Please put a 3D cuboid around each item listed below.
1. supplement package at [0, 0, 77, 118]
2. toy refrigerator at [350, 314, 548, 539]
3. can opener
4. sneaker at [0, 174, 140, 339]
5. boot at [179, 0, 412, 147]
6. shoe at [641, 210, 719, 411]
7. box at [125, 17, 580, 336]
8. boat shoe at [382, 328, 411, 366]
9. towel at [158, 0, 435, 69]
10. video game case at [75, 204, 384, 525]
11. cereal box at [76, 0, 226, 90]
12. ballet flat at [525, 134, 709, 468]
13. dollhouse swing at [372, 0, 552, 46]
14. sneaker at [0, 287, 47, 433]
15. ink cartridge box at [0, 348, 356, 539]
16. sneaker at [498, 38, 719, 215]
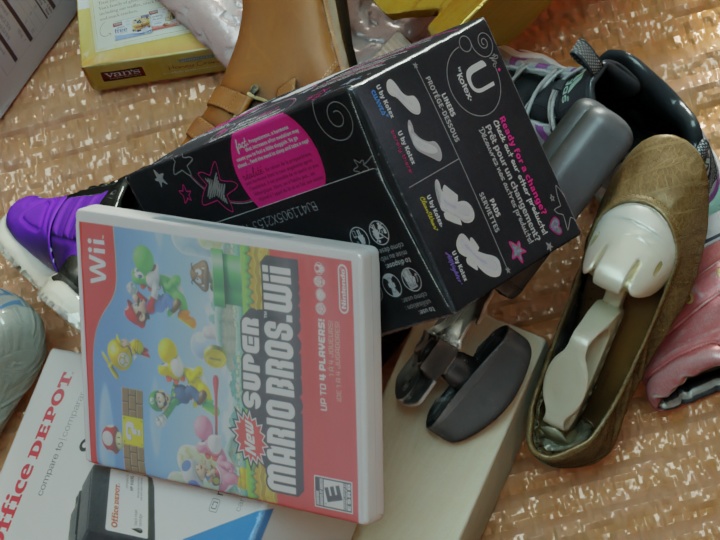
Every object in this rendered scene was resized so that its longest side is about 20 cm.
[{"bbox_3d":[-0.281,-0.135,1.743,0.113,0.110,0.201,30,78,19],"label":"supplement package"},{"bbox_3d":[0.036,0.124,1.607,0.076,0.070,0.201,20,77,14],"label":"toy refrigerator"},{"bbox_3d":[0.091,0.002,1.563,0.067,0.053,0.200,36,95,-16],"label":"can opener"},{"bbox_3d":[-0.146,-0.018,1.648,0.100,0.070,0.200,-49,27,0],"label":"sneaker"},{"bbox_3d":[-0.060,-0.113,1.650,0.155,0.077,0.200,-45,82,4],"label":"boot"},{"bbox_3d":[0.238,0.004,1.612,0.199,0.071,0.091,-25,68,7],"label":"shoe"},{"bbox_3d":[-0.004,-0.035,1.505,0.115,0.199,0.133,-31,99,-40],"label":"box"},{"bbox_3d":[0.000,0.000,1.665,0.200,0.074,0.066,-48,45,-5],"label":"boat shoe"},{"bbox_3d":[-0.032,-0.204,1.726,0.191,0.032,0.200,-41,72,-12],"label":"towel"},{"bbox_3d":[-0.071,0.047,1.487,0.199,0.017,0.144,9,106,38],"label":"video game case"},{"bbox_3d":[-0.110,-0.219,1.778,0.143,0.040,0.201,-8,68,6],"label":"cereal box"},{"bbox_3d":[0.137,0.023,1.566,0.068,0.072,0.201,28,109,18],"label":"ballet flat"},{"bbox_3d":[0.069,-0.231,1.692,0.182,0.176,0.200,-45,67,6],"label":"dollhouse swing"},{"bbox_3d":[-0.256,0.100,1.682,0.072,0.072,0.201,25,81,54],"label":"sneaker"},{"bbox_3d":[-0.108,0.135,1.583,0.199,0.084,0.146,8,70,39],"label":"ink cartridge box"},{"bbox_3d":[0.119,-0.101,1.633,0.199,0.140,0.078,22,74,17],"label":"sneaker"}]
